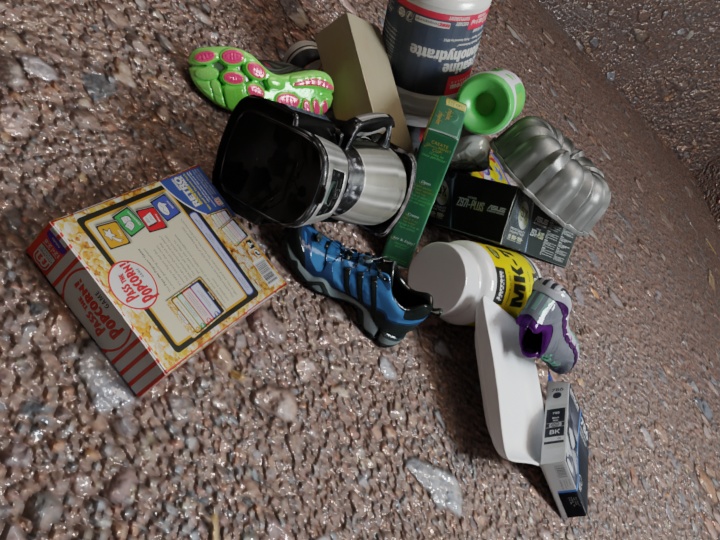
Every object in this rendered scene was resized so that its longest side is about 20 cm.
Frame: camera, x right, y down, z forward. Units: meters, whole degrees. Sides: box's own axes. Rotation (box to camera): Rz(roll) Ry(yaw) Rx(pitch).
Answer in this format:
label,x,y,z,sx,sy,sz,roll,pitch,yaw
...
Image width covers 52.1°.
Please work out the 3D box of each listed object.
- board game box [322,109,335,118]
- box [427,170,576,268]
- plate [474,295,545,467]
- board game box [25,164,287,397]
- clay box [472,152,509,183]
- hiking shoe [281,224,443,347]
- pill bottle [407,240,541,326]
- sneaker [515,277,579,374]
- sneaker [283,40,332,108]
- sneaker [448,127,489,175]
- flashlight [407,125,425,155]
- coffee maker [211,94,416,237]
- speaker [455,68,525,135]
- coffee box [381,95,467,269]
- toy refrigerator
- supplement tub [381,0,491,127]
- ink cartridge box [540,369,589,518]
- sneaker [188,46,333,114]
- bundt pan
label,x,y,z,sx,sy,sz,roll,pitch,yaw
board game box,0.010,-0.165,1.066,0.154,0.040,0.200,56,31,3
box,0.217,-0.081,1.136,0.199,0.087,0.163,14,6,-45
plate,0.195,0.154,0.960,0.200,0.032,0.202,30,49,-55
board game box,-0.170,-0.002,0.664,0.152,0.046,0.200,53,31,-2
clay box,0.197,-0.173,1.315,0.199,0.047,0.116,11,51,-49
hiking shoe,0.000,0.000,0.849,0.200,0.086,0.075,40,34,-21
pill bottle,0.160,0.020,1.018,0.199,0.114,0.115,8,53,-49
sneaker,0.247,0.099,1.016,0.088,0.074,0.201,-48,140,-20
sneaker,-0.022,-0.285,1.106,0.199,0.079,0.080,-7,60,-43
sneaker,0.154,-0.202,1.138,0.077,0.101,0.200,7,2,-6
flashlight,0.094,-0.199,1.112,0.201,0.067,0.068,-81,151,-48
coffee maker,-0.065,-0.109,0.807,0.199,0.190,0.137,-2,95,-58
speaker,0.189,-0.244,1.058,0.089,0.088,0.200,52,23,-2
coffee box,0.084,-0.117,0.972,0.044,0.201,0.123,20,36,2
toy refrigerator,0.003,-0.234,0.995,0.075,0.070,0.202,3,69,-51
supplement tub,0.097,-0.323,1.047,0.138,0.201,0.141,7,43,-6
ink cartridge box,0.287,0.233,1.026,0.100,0.039,0.201,63,27,-23
sneaker,-0.130,-0.234,0.934,0.198,0.078,0.083,5,11,-38
bundt pan,0.284,-0.147,1.069,0.201,0.076,0.203,34,26,-19
